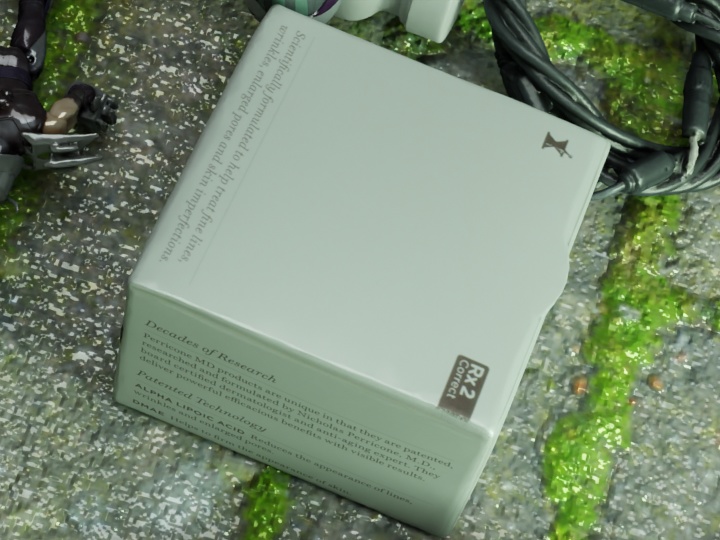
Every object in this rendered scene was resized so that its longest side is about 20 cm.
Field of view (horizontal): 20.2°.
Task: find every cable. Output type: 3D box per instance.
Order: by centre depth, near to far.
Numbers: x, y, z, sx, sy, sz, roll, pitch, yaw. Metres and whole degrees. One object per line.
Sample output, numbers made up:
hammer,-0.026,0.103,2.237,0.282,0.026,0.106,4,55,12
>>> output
cable,0.155,-0.138,1.212,0.163,0.051,0.200,-17,71,-22

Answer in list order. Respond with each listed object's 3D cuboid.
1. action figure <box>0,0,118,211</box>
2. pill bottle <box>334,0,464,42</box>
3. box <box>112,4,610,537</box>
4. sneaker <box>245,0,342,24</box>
action figure,-0.200,-0.116,1.134,0.130,0.069,0.200,7,62,-16
pill bottle,-0.025,-0.218,1.197,0.200,0.116,0.116,24,58,4
box,0.000,0.000,1.063,0.200,0.131,0.199,23,57,3
sneaker,-0.012,-0.230,1.096,0.074,0.088,0.200,14,80,1
